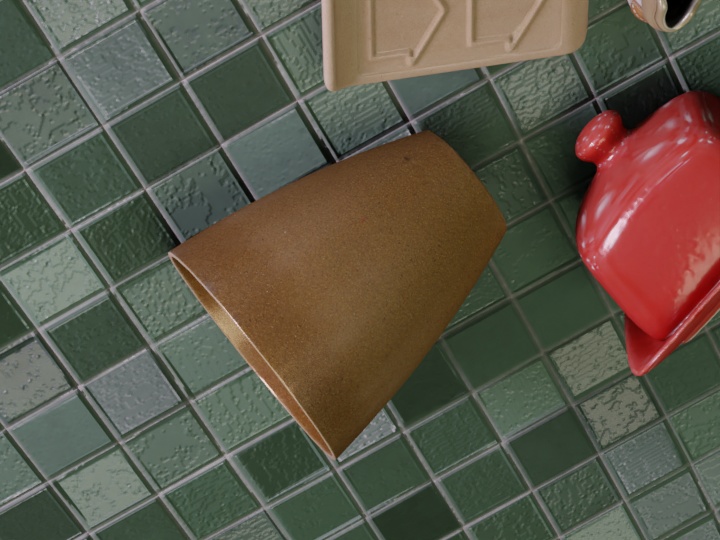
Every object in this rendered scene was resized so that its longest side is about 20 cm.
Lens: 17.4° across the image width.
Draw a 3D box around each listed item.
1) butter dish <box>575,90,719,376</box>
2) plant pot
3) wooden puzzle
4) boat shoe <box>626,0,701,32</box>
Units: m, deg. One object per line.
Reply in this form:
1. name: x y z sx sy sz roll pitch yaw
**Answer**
1. butter dish: 0.218 -0.057 1.691 0.148 0.200 0.200 38 108 -10
2. plant pot: 0.000 0.000 1.656 0.200 0.186 0.187 -38 127 -7
3. wooden puzzle: 0.062 -0.223 1.593 0.199 0.046 0.186 -12 127 -15
4. boat shoe: 0.239 -0.256 1.606 0.074 0.068 0.201 6 121 -21
